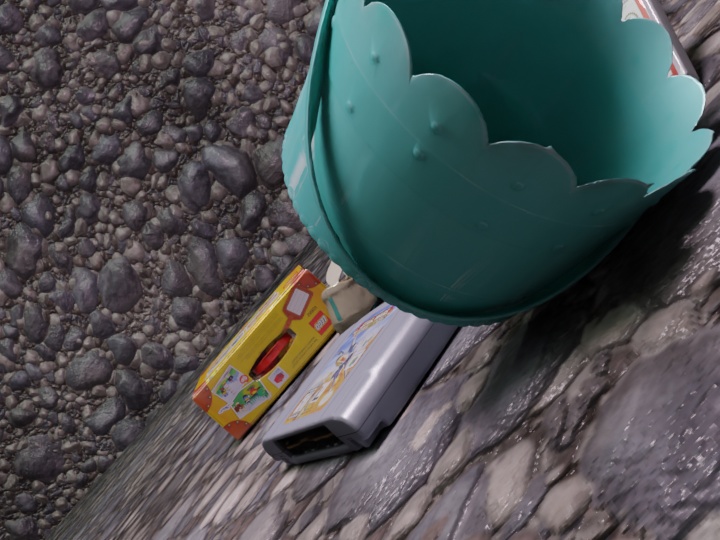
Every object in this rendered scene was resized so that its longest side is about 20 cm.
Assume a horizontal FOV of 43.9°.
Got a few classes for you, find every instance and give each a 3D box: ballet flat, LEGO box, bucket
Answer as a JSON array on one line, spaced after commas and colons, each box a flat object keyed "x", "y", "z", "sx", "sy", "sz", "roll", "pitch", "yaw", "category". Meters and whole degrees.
[{"x": 0.000, "y": 0.000, "z": 0.973, "sx": 0.069, "sy": 0.069, "sz": 0.200, "roll": -45, "pitch": 7, "yaw": 24, "category": "ballet flat"}, {"x": -0.109, "y": 0.093, "z": 1.096, "sx": 0.200, "sy": 0.077, "sz": 0.149, "roll": -49, "pitch": 7, "yaw": -2, "category": "LEGO box"}, {"x": 0.062, "y": -0.079, "z": 0.473, "sx": 0.135, "sy": 0.206, "sz": 0.208, "roll": -55, "pitch": 0, "yaw": 44, "category": "bucket"}]

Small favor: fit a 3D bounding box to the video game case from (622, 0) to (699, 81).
[{"x": 0.134, "y": -0.125, "z": 0.644, "sx": 0.200, "sy": 0.017, "sz": 0.144, "roll": -43, "pitch": 49, "yaw": 40, "category": "video game case"}]

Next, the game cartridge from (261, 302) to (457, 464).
[{"x": -0.002, "y": 0.079, "z": 0.671, "sx": 0.134, "sy": 0.041, "sz": 0.200, "roll": -57, "pitch": 9, "yaw": -26, "category": "game cartridge"}]
